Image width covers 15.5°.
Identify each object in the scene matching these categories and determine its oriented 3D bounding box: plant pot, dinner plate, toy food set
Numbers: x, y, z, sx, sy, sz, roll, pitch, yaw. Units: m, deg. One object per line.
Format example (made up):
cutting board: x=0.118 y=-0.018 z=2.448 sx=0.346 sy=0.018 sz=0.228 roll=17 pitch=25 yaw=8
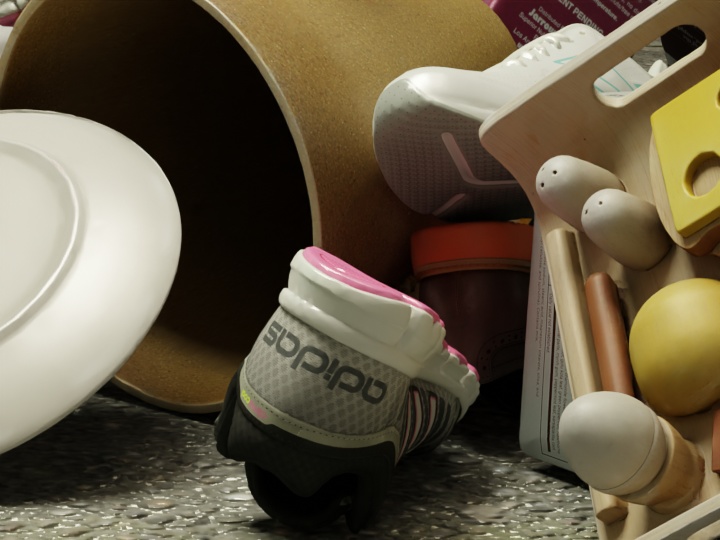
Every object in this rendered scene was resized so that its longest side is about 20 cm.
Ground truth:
plant pot: x=-0.024 y=-0.058 z=1.134 sx=0.186 sy=0.187 sz=0.200 roll=11 pitch=23 yaw=38
dinner plate: x=-0.167 y=0.001 z=1.014 sx=0.199 sy=0.024 sz=0.201 roll=-10 pitch=42 yaw=9
toy food set: x=0.107 y=-0.003 z=0.874 sx=0.143 sy=0.201 sz=0.060 roll=-34 pitch=-43 yaw=31

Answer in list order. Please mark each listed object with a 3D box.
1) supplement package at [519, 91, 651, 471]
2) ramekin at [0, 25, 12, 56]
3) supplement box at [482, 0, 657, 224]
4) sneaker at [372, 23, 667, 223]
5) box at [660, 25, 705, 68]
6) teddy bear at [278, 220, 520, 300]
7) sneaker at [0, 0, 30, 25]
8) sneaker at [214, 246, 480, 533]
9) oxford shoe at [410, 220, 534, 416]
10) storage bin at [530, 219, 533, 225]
supplement package: x=0.198 y=0.013 z=0.996 sx=0.191 sy=0.148 sz=0.200 roll=-6 pitch=14 yaw=-37
ramekin: x=-0.229 y=-0.076 z=1.246 sx=0.200 sy=0.201 sz=0.098 roll=6 pitch=18 yaw=18
supplement box: x=0.079 y=-0.131 z=1.321 sx=0.086 sy=0.200 sz=0.110 roll=37 pitch=-11 yaw=-27
sneaker: x=0.070 y=-0.061 z=1.076 sx=0.070 sy=0.081 sz=0.200 roll=-20 pitch=-20 yaw=35
box: x=0.224 y=-0.107 z=1.444 sx=0.075 sy=0.200 sz=0.100 roll=-42 pitch=54 yaw=-10
teddy bear: x=0.000 y=0.000 z=1.229 sx=0.199 sy=0.067 sz=0.145 roll=4 pitch=14 yaw=8
sneaker: x=-0.094 y=-0.173 z=1.130 sx=0.074 sy=0.088 sz=0.200 roll=-5 pitch=-21 yaw=-47
sneaker: x=-0.010 y=0.051 z=0.956 sx=0.074 sy=0.088 sz=0.200 roll=30 pitch=-5 yaw=9
oxford shoe: x=0.074 y=0.030 z=1.126 sx=0.071 sy=0.073 sz=0.200 roll=-7 pitch=-12 yaw=27
storage bin: x=0.141 y=-0.039 z=1.389 sx=0.135 sy=0.094 sz=0.200 roll=-2 pitch=11 yaw=-24
